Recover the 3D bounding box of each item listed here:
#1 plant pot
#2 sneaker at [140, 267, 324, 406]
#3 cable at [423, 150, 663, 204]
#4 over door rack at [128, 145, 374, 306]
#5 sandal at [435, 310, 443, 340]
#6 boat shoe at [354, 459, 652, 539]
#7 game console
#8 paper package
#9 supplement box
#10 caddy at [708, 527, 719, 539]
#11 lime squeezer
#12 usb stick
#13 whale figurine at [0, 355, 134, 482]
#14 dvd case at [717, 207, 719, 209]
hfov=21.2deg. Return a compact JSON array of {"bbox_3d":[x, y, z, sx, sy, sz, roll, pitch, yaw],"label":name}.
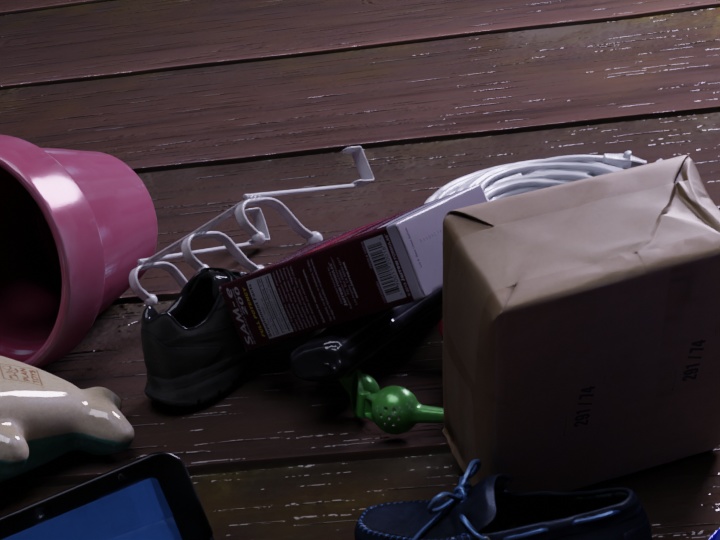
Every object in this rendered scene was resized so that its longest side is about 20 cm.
[{"bbox_3d":[-0.274,-0.024,1.635,0.199,0.201,0.179,5,15,28],"label":"plant pot"},{"bbox_3d":[-0.094,0.033,1.548,0.076,0.091,0.200,14,34,43],"label":"sneaker"},{"bbox_3d":[0.153,-0.037,1.601,0.199,0.069,0.200,1,22,17],"label":"cable"},{"bbox_3d":[-0.084,-0.029,1.641,0.148,0.067,0.200,-28,1,35],"label":"over door rack"},{"bbox_3d":[0.083,0.023,1.389,0.045,0.200,0.075,24,62,22],"label":"sandal"},{"bbox_3d":[0.092,0.159,1.256,0.199,0.069,0.084,-3,27,14],"label":"boat shoe"},{"bbox_3d":[-0.156,0.224,1.163,0.199,0.117,0.176,-22,29,-21],"label":"game console"},{"bbox_3d":[0.155,0.044,1.299,0.190,0.200,0.104,-14,43,-12],"label":"paper package"},{"bbox_3d":[0.000,0.000,1.463,0.200,0.061,0.109,-18,6,44],"label":"supplement box"},{"bbox_3d":[0.262,0.192,1.097,0.141,0.105,0.200,21,33,9],"label":"caddy"},{"bbox_3d":[0.022,0.091,1.450,0.071,0.038,0.200,-30,32,-35],"label":"lime squeezer"},{"bbox_3d":[0.010,0.044,1.510,0.055,0.033,0.200,-14,9,29],"label":"usb stick"},{"bbox_3d":[-0.276,0.123,1.455,0.199,0.104,0.159,7,19,-23],"label":"whale figurine"},{"bbox_3d":[0.181,-0.004,1.427,0.148,0.016,0.200,-1,-19,-20],"label":"dvd case"}]
